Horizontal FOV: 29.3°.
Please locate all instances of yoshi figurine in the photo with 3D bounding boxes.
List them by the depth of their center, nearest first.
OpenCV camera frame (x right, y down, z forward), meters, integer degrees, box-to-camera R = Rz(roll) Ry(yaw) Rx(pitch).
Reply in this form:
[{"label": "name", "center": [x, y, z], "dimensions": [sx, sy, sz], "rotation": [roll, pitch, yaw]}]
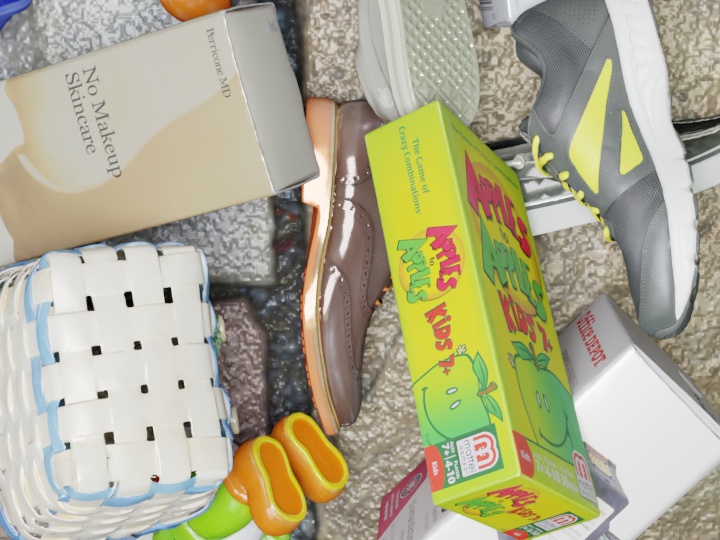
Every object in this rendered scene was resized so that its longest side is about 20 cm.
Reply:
[{"label": "yoshi figurine", "center": [-0.096, 0.178, 0.836], "dimensions": [0.199, 0.113, 0.112], "rotation": [-35, 125, 28]}]

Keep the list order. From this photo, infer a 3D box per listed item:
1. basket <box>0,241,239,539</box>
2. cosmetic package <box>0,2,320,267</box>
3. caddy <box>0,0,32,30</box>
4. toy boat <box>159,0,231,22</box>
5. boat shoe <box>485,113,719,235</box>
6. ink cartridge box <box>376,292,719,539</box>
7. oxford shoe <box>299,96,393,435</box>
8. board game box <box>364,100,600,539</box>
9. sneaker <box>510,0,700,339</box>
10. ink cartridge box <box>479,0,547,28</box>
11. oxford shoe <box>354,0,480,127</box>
[{"label": "basket", "center": [-0.147, 0.075, 0.762], "dimensions": [0.138, 0.199, 0.179], "rotation": [-3, 79, -31]}, {"label": "cosmetic package", "center": [-0.133, -0.074, 0.778], "dimensions": [0.198, 0.071, 0.107], "rotation": [-14, 98, 23]}, {"label": "caddy", "center": [-0.258, -0.169, 0.734], "dimensions": [0.141, 0.200, 0.105], "rotation": [44, 115, -5]}, {"label": "toy boat", "center": [-0.097, -0.194, 0.765], "dimensions": [0.197, 0.132, 0.132], "rotation": [8, 144, 17]}, {"label": "boat shoe", "center": [0.136, -0.066, 0.797], "dimensions": [0.197, 0.071, 0.065], "rotation": [-15, 102, 7]}, {"label": "ink cartridge box", "center": [0.105, 0.120, 0.798], "dimensions": [0.200, 0.145, 0.084], "rotation": [-44, 95, 10]}, {"label": "oxford shoe", "center": [0.000, 0.000, 0.818], "dimensions": [0.072, 0.071, 0.203], "rotation": [0, 101, -3]}, {"label": "board game box", "center": [0.061, 0.026, 0.701], "dimensions": [0.047, 0.101, 0.202], "rotation": [-22, 61, 23]}, {"label": "sneaker", "center": [0.131, -0.058, 0.738], "dimensions": [0.083, 0.074, 0.203], "rotation": [-11, 74, 11]}, {"label": "ink cartridge box", "center": [0.155, -0.235, 0.785], "dimensions": [0.197, 0.057, 0.165], "rotation": [-13, 101, -16]}, {"label": "oxford shoe", "center": [0.024, -0.168, 0.756], "dimensions": [0.074, 0.058, 0.203], "rotation": [-4, 88, -31]}]
